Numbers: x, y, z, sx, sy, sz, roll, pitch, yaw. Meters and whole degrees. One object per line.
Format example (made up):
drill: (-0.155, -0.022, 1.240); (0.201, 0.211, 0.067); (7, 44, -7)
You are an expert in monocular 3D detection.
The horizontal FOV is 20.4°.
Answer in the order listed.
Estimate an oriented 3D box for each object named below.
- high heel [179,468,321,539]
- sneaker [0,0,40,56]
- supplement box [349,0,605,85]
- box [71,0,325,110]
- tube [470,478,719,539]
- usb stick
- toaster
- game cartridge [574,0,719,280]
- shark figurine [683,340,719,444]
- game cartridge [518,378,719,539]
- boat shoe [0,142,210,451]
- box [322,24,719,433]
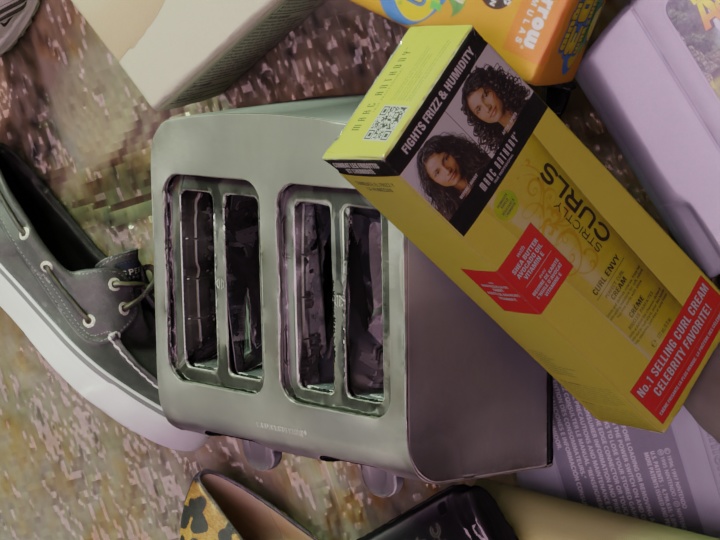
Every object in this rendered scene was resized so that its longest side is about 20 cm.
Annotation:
high heel: (-0.003, 0.161, 1.048); (0.199, 0.071, 0.144); (-13, 104, 29)
sneaker: (-0.234, -0.124, 1.054); (0.075, 0.088, 0.201); (34, 107, 9)
supplement box: (0.012, -0.151, 0.885); (0.199, 0.069, 0.067); (26, 105, 13)
box: (-0.038, -0.173, 0.984); (0.200, 0.095, 0.078); (-39, 87, 18)
tube: (0.142, 0.147, 0.955); (0.198, 0.058, 0.052); (12, 88, 21)
usb stick: (-0.002, 0.166, 0.992); (0.200, 0.033, 0.056); (-35, 79, 36)
toaster: (0.000, 0.000, 0.964); (0.180, 0.118, 0.202); (8, 102, 42)
game cartridge: (0.200, -0.101, 0.877); (0.199, 0.041, 0.134); (-33, 87, 21)
shark figurine: (0.236, 0.062, 0.868); (0.213, 0.089, 0.129); (-12, 70, 19)
game cartridge: (0.144, 0.096, 0.997); (0.133, 0.040, 0.202); (-13, 98, 33)
boat shoe: (-0.143, 0.009, 1.070); (0.200, 0.070, 0.066); (45, 111, 12)
box: (0.078, -0.015, 0.870); (0.200, 0.050, 0.076); (44, 72, -29)
